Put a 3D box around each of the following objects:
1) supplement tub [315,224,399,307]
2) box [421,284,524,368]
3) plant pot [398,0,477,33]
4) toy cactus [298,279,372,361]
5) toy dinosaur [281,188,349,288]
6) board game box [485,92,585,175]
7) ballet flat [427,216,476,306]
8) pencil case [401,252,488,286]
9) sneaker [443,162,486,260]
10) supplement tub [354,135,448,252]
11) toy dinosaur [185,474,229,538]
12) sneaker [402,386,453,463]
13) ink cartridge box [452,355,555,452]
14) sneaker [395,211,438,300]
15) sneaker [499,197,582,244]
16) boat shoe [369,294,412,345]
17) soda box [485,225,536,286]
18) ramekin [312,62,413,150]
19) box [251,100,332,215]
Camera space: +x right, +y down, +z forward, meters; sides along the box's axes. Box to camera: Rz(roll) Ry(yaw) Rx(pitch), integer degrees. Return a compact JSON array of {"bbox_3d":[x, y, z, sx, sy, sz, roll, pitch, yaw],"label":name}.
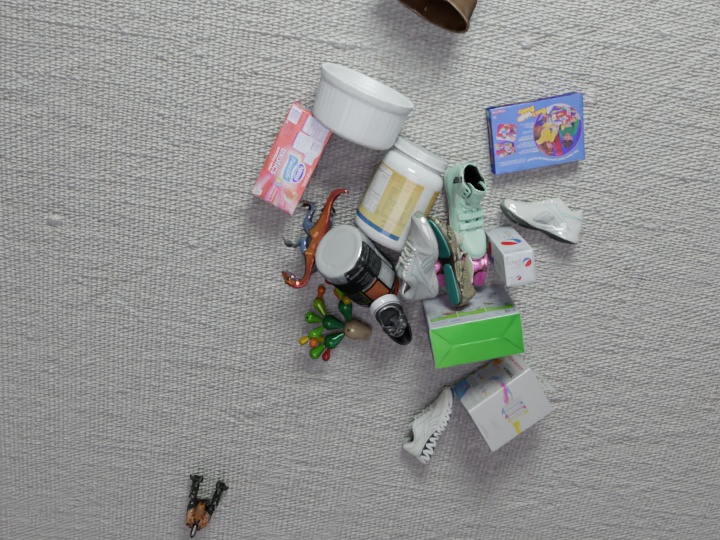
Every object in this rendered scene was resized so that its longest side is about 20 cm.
[{"bbox_3d":[0.000,0.000,1.301,0.121,0.124,0.200,-36,143,10],"label":"supplement tub"},{"bbox_3d":[0.242,0.117,1.351,0.193,0.177,0.100,-11,108,2],"label":"box"},{"bbox_3d":[0.163,-0.589,1.133,0.196,0.200,0.202,28,98,-9],"label":"plant pot"},{"bbox_3d":[-0.049,0.123,1.402,0.160,0.102,0.206,16,98,-16],"label":"toy cactus"},{"bbox_3d":[-0.111,-0.060,1.303,0.102,0.200,0.187,15,63,-16],"label":"toy dinosaur"},{"bbox_3d":[0.370,-0.289,1.295,0.193,0.045,0.139,-9,107,2],"label":"board game box"},{"bbox_3d":[0.196,-0.029,1.289,0.074,0.067,0.205,-26,103,-24],"label":"ballet flat"},{"bbox_3d":[0.187,0.004,1.363,0.193,0.091,0.096,-6,115,-1],"label":"pencil case"},{"bbox_3d":[0.230,-0.123,1.280,0.072,0.118,0.207,-17,91,-12],"label":"sneaker"},{"bbox_3d":[0.086,-0.159,1.280,0.141,0.145,0.204,25,105,-8],"label":"supplement tub"},{"bbox_3d":[-0.387,0.586,1.505,0.101,0.139,0.198,30,148,-25],"label":"toy dinosaur"},{"bbox_3d":[0.166,0.369,1.487,0.079,0.075,0.205,25,104,4],"label":"sneaker"},{"bbox_3d":[0.339,0.291,1.423,0.197,0.129,0.127,-34,106,0],"label":"ink cartridge box"},{"bbox_3d":[0.112,-0.020,1.232,0.078,0.071,0.205,-14,124,-11],"label":"sneaker"},{"bbox_3d":[0.398,-0.125,1.342,0.195,0.070,0.083,20,91,-10],"label":"sneaker"},{"bbox_3d":[0.075,0.117,1.345,0.069,0.201,0.067,-30,62,-1],"label":"boat shoe"},{"bbox_3d":[0.313,-0.035,1.292,0.062,0.201,0.070,-10,108,4],"label":"soda box"},{"bbox_3d":[-0.001,-0.320,1.206,0.195,0.202,0.100,22,114,-8],"label":"ramekin"},{"bbox_3d":[-0.138,-0.236,1.279,0.100,0.095,0.204,26,106,-9],"label":"box"}]
